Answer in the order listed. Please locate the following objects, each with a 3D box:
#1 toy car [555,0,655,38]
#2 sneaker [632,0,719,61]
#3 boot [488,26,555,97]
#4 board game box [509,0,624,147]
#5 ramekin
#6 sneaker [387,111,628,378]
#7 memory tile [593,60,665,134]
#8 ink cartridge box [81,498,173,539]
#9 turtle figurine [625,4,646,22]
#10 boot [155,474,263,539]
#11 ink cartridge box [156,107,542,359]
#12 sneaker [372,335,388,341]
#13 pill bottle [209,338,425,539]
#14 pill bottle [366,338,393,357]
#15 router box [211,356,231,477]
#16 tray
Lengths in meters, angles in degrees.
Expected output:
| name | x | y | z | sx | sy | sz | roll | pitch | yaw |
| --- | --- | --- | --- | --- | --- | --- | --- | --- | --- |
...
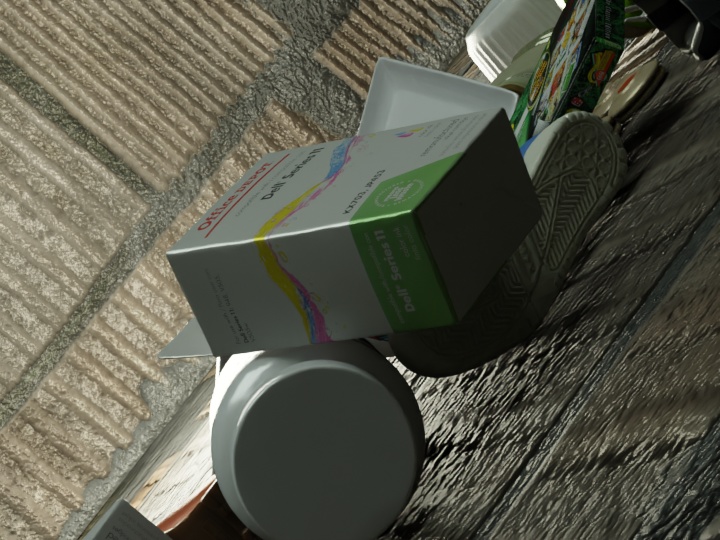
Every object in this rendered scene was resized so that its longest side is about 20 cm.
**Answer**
| name | x | y | z | sx | sy | sz | roll | pitch | yaw |
| --- | --- | --- | --- | --- | --- | --- | --- | --- | --- |
| toy car | 0.227 | -0.289 | 1.558 | 0.200 | 0.158 | 0.164 | -39 | 16 | -5 |
| sneaker | 0.229 | -0.210 | 1.253 | 0.146 | 0.077 | 0.203 | -45 | 8 | 27 |
| boot | 0.104 | -0.098 | 1.630 | 0.200 | 0.072 | 0.155 | -52 | -1 | 39 |
| board game box | 0.118 | -0.097 | 1.293 | 0.105 | 0.023 | 0.201 | -86 | 14 | -45 |
| ramekin | 0.178 | -0.238 | 1.847 | 0.203 | 0.094 | 0.202 | -50 | 5 | 6 |
| sneaker | 0.067 | -0.002 | 1.186 | 0.200 | 0.077 | 0.111 | -52 | 8 | -31 |
| memory tile | 0.139 | -0.076 | 1.444 | 0.154 | 0.017 | 0.200 | -52 | 5 | -9 |
| ink cartridge box | -0.149 | 0.241 | 1.149 | 0.068 | 0.115 | 0.200 | -46 | 7 | 45 |
| turtle figurine | 0.219 | -0.223 | 1.375 | 0.200 | 0.100 | 0.150 | -52 | -36 | -29 |
| boot | -0.105 | 0.188 | 1.454 | 0.200 | 0.075 | 0.107 | -41 | 4 | 17 |
| ink cartridge box | -0.019 | -0.017 | 1.089 | 0.199 | 0.068 | 0.117 | -9 | 25 | 35 |
| sneaker | 0.000 | 0.000 | 1.264 | 0.095 | 0.080 | 0.200 | -13 | -27 | 16 |
| pill bottle | -0.025 | 0.089 | 1.126 | 0.116 | 0.116 | 0.200 | -51 | 5 | -1 |
| pill bottle | 0.006 | 0.006 | 1.501 | 0.112 | 0.111 | 0.200 | -51 | 4 | -2 |
| router box | -0.086 | 0.071 | 1.600 | 0.179 | 0.048 | 0.202 | -148 | 61 | -85 |
| tray | 0.056 | -0.093 | 1.547 | 0.200 | 0.022 | 0.108 | 24 | 99 | 58 |
